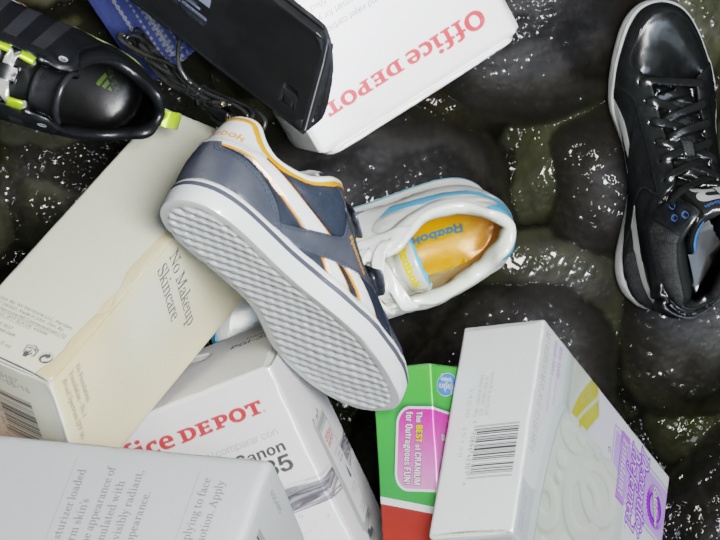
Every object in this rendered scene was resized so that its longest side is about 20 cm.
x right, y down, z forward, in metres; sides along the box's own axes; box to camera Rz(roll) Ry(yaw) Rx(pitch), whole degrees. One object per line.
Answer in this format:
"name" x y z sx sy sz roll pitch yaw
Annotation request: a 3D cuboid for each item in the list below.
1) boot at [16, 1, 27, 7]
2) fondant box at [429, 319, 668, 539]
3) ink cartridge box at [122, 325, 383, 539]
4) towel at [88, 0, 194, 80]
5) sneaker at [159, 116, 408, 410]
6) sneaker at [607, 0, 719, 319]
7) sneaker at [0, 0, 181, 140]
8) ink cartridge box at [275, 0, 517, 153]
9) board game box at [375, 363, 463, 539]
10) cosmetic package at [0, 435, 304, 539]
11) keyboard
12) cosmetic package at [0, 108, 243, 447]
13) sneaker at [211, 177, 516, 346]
"boot" -0.294 -0.130 1.404 0.200 0.072 0.166 -33 139 -3
"fondant box" 0.119 0.142 1.521 0.200 0.058 0.144 50 42 -46
"ink cartridge box" -0.072 0.152 1.509 0.146 0.083 0.200 -22 104 14
"towel" -0.111 -0.198 1.419 0.024 0.200 0.145 -38 97 -36
"sneaker" -0.027 -0.005 1.421 0.200 0.078 0.079 50 51 -35
"sneaker" 0.208 -0.069 1.571 0.073 0.112 0.200 -4 98 -17
"sneaker" -0.189 -0.116 1.393 0.200 0.083 0.072 12 98 -32
"ink cartridge box" -0.022 -0.190 1.495 0.146 0.083 0.200 -33 104 -10
"board game box" 0.066 0.161 1.523 0.040 0.153 0.200 -8 82 29
"cosmetic package" -0.142 0.206 1.373 0.165 0.200 0.165 72 29 -49
"keyboard" -0.095 -0.145 1.412 0.200 0.127 0.021 40 51 19
"cosmetic package" -0.136 0.014 1.442 0.200 0.073 0.104 -51 150 -30
"sneaker" 0.000 0.000 1.536 0.200 0.081 0.077 -26 105 -10
